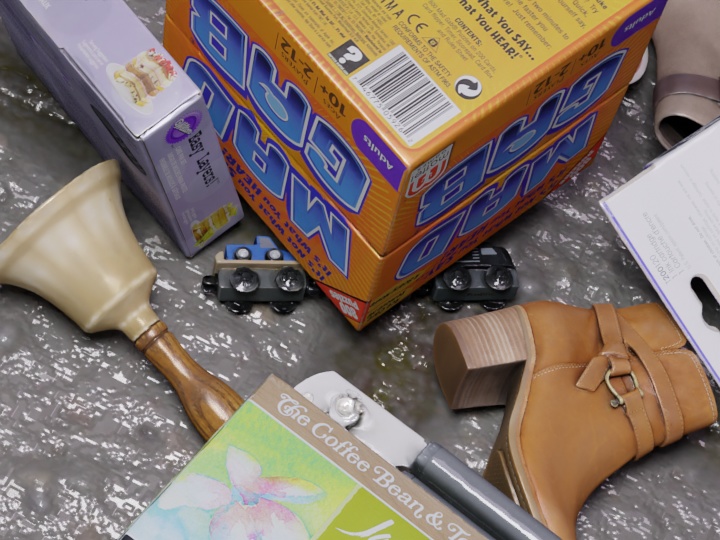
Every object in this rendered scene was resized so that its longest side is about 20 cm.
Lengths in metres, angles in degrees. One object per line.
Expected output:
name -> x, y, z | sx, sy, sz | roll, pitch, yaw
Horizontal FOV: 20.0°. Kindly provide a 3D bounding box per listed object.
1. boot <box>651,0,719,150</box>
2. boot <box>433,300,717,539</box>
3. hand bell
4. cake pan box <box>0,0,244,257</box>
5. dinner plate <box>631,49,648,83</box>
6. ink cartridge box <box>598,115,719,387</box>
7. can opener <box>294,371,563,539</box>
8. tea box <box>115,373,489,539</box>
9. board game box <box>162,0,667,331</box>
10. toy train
boot -> 0.222, -0.139, 1.360 | 0.199, 0.070, 0.146 | 32, 47, -2
boot -> 0.140, 0.105, 1.209 | 0.154, 0.077, 0.201 | -5, 53, -21
hand bell -> -0.116, 0.043, 1.187 | 0.200, 0.104, 0.104 | 48, 60, 3
cake pan box -> -0.155, -0.120, 1.201 | 0.052, 0.184, 0.200 | -37, 70, -11
dinner plate -> 0.117, -0.201, 1.367 | 0.200, 0.024, 0.201 | 32, 37, -28
ink cartridge box -> 0.270, -0.009, 1.277 | 0.199, 0.043, 0.199 | -32, 88, -19
can opener -> 0.035, 0.127, 1.133 | 0.200, 0.067, 0.053 | 34, 55, 19
tea box -> -0.037, 0.203, 1.062 | 0.200, 0.134, 0.197 | 36, 58, 10
board game box -> 0.023, -0.131, 1.188 | 0.199, 0.200, 0.200 | -35, 73, -22
toy train -> 0.000, 0.000, 1.255 | 0.199, 0.034, 0.046 | -1, 57, -13
